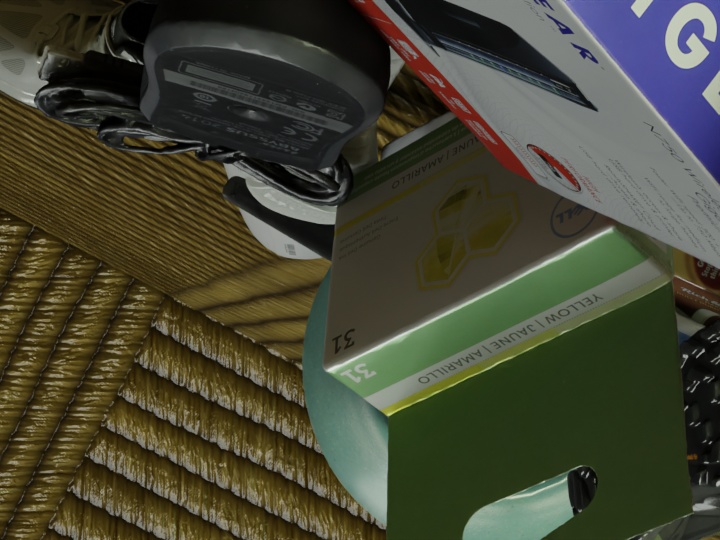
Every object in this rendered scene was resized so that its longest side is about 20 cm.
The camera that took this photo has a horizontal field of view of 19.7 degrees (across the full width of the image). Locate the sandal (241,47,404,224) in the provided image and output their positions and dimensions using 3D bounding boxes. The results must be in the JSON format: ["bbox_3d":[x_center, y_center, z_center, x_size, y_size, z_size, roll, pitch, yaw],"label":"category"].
[{"bbox_3d":[-0.019,-0.096,0.852,0.082,0.050,0.203,15,144,-1],"label":"sandal"}]

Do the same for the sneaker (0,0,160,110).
[{"bbox_3d":[-0.134,-0.131,1.120,0.199,0.076,0.115,17,161,13],"label":"sneaker"}]

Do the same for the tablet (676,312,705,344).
[{"bbox_3d":[0.213,0.077,0.998,0.199,0.014,0.130,24,159,5],"label":"tablet"}]

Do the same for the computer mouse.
[{"bbox_3d":[-0.044,-0.080,0.776,0.138,0.053,0.200,18,168,-12],"label":"computer mouse"}]

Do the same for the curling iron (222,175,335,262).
[{"bbox_3d":[0.000,0.000,0.915,0.200,0.050,0.026,36,157,40],"label":"curling iron"}]

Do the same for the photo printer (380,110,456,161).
[{"bbox_3d":[0.061,0.005,0.976,0.069,0.168,0.200,-4,179,-12],"label":"photo printer"}]

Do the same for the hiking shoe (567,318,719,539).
[{"bbox_3d":[0.177,0.065,0.914,0.100,0.076,0.200,-11,160,-37],"label":"hiking shoe"}]

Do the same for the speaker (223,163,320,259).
[{"bbox_3d":[-0.033,-0.071,1.016,0.081,0.082,0.200,25,166,10],"label":"speaker"}]

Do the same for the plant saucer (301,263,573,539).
[{"bbox_3d":[0.069,0.050,1.097,0.199,0.201,0.036,27,169,-5],"label":"plant saucer"}]

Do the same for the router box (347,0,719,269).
[{"bbox_3d":[0.049,-0.086,0.623,0.200,0.049,0.179,43,173,-34],"label":"router box"}]

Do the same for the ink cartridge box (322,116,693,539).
[{"bbox_3d":[0.052,0.022,0.792,0.145,0.201,0.048,-28,130,32],"label":"ink cartridge box"}]

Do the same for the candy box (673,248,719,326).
[{"bbox_3d":[0.216,0.021,0.952,0.199,0.057,0.117,24,172,8],"label":"candy box"}]
